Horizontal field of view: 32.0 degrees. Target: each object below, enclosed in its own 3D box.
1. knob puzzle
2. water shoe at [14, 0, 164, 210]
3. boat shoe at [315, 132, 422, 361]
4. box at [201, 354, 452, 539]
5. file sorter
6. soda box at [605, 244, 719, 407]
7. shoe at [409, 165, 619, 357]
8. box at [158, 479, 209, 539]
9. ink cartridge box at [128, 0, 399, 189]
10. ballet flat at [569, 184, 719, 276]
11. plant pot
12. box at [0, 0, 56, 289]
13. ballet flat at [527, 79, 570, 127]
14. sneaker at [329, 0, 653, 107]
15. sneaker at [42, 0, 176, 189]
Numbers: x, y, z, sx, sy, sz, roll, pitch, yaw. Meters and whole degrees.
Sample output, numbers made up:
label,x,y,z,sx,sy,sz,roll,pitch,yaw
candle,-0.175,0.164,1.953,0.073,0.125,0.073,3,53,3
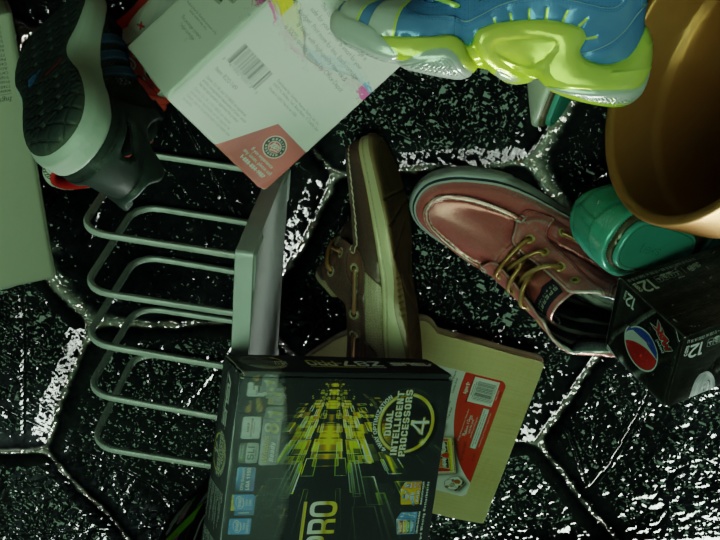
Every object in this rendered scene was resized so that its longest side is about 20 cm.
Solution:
label,x,y,z,sx,sy,sz,roll,pitch,yaw
knob puzzle,0.028,0.113,1.027,0.219,0.030,0.220,3,122,5
water shoe,-0.167,-0.105,0.784,0.071,0.200,0.079,-38,124,17
boat shoe,0.000,0.000,0.928,0.072,0.072,0.200,-3,109,14
box,-0.027,0.160,0.885,0.161,0.049,0.200,5,101,-22
file sorter,-0.129,0.030,0.935,0.124,0.139,0.200,8,121,4
soda box,0.269,0.022,0.858,0.200,0.071,0.063,-17,133,-24
shoe,0.127,-0.005,0.907,0.200,0.091,0.072,24,121,-7
box,-0.092,0.249,1.037,0.124,0.149,0.200,33,130,-13
ink cartridge box,-0.032,-0.163,0.802,0.200,0.068,0.116,-42,140,3
ballet flat,0.218,-0.022,0.891,0.200,0.070,0.067,16,114,-43
plant pot,0.268,-0.106,0.785,0.140,0.200,0.200,16,123,-23
box,-0.267,-0.087,0.864,0.082,0.068,0.200,-11,121,-19
ballet flat,0.145,-0.192,0.818,0.069,0.069,0.200,23,117,-7
sneaker,0.085,-0.166,0.762,0.200,0.076,0.105,9,103,-10
sneaker,-0.142,-0.125,0.854,0.201,0.108,0.067,-21,159,23
